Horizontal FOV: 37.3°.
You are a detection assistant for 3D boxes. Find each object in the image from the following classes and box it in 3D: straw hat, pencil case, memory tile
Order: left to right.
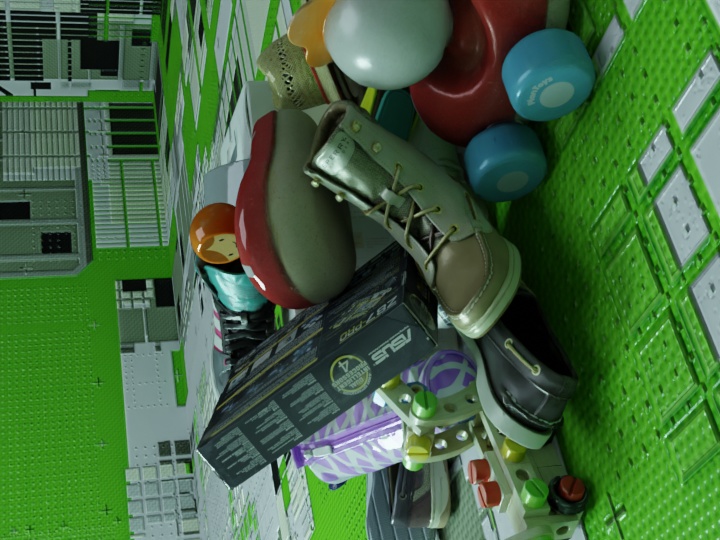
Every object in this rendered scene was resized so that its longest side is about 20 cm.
[{"bbox_3d":[-0.063,-0.212,1.126,0.201,0.084,0.204,-21,-90,-81],"label":"straw hat"},{"bbox_3d":[-0.014,-0.220,1.111,0.201,0.017,0.155,61,-167,-49],"label":"memory tile"},{"bbox_3d":[0.022,0.133,0.955,0.199,0.085,0.085,-30,73,42],"label":"pencil case"}]

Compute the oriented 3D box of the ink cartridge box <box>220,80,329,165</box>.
[{"bbox_3d":[-0.086,-0.152,1.300,0.200,0.143,0.086,136,128,-69],"label":"ink cartridge box"}]

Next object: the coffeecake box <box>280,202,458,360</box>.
[{"bbox_3d":[0.000,0.000,1.011,0.073,0.151,0.203,125,140,-67],"label":"coffeecake box"}]

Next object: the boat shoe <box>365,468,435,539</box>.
[{"bbox_3d":[0.039,0.221,1.088,0.062,0.071,0.203,65,-162,-65],"label":"boat shoe"}]

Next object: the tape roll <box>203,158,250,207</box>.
[{"bbox_3d":[-0.072,-0.074,1.169,0.200,0.197,0.067,152,113,-72],"label":"tape roll"}]

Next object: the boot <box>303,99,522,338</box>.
[{"bbox_3d":[0.033,-0.044,0.773,0.072,0.154,0.201,-48,23,18],"label":"boot"}]

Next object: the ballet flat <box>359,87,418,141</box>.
[{"bbox_3d":[0.030,-0.161,0.926,0.067,0.066,0.203,13,78,60],"label":"ballet flat"}]

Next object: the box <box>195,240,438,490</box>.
[{"bbox_3d":[-0.028,0.065,0.838,0.049,0.199,0.161,50,-165,-11],"label":"box"}]

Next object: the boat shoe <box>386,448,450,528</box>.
[{"bbox_3d":[0.042,0.152,1.042,0.072,0.064,0.203,122,143,-62],"label":"boat shoe"}]

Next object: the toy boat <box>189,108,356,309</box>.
[{"bbox_3d":[-0.080,-0.043,0.880,0.201,0.129,0.132,-97,-15,-65],"label":"toy boat"}]

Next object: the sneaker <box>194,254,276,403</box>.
[{"bbox_3d":[-0.104,0.041,0.969,0.121,0.082,0.203,92,171,-65],"label":"sneaker"}]

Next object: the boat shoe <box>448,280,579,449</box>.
[{"bbox_3d":[0.112,0.043,0.793,0.061,0.071,0.202,-56,27,25],"label":"boat shoe"}]

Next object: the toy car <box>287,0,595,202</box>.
[{"bbox_3d":[0.038,-0.167,0.779,0.178,0.197,0.187,111,152,-53],"label":"toy car"}]

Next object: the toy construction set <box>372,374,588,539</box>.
[{"bbox_3d":[0.086,0.154,0.777,0.093,0.129,0.202,110,153,-53],"label":"toy construction set"}]

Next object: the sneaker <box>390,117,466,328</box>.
[{"bbox_3d":[0.071,-0.049,0.935,0.080,0.076,0.204,-11,76,49],"label":"sneaker"}]
